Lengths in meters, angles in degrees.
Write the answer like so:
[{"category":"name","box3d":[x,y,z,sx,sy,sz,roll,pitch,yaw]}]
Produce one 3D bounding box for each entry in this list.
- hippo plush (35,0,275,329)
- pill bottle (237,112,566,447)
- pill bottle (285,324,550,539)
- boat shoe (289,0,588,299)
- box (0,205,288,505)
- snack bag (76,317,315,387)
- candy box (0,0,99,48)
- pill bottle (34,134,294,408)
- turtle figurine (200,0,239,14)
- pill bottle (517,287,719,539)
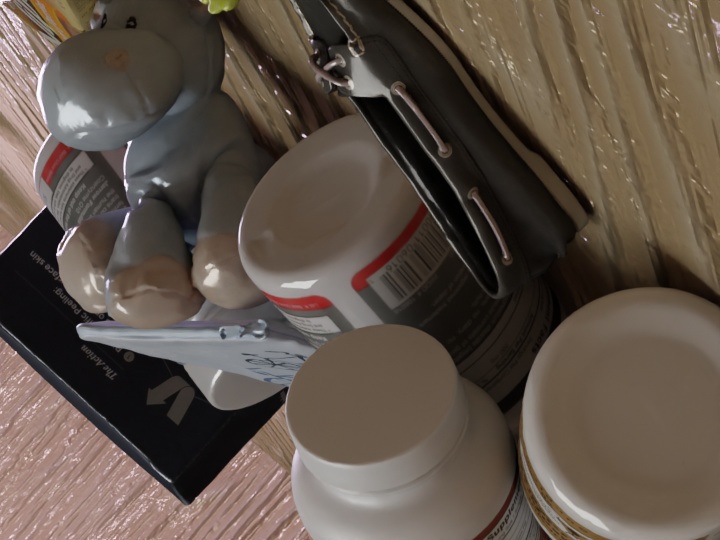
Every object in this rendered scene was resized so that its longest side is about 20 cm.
[{"category":"hippo plush","box3d":[-0.087,-0.077,1.473,0.159,0.200,0.161,4,120,41]},{"category":"pill bottle","box3d":[0.036,0.022,1.394,0.200,0.114,0.114,48,170,-35]},{"category":"pill bottle","box3d":[0.030,0.121,1.334,0.112,0.112,0.200,36,159,39]},{"category":"boat shoe","box3d":[0.022,-0.068,1.198,0.200,0.057,0.067,46,171,-21]},{"category":"box","box3d":[-0.128,0.019,1.851,0.197,0.200,0.117,41,172,11]},{"category":"snack bag","box3d":[-0.038,0.047,1.533,0.200,0.021,0.188,15,170,-38]},{"category":"candy box","box3d":[-0.179,-0.181,1.567,0.115,0.055,0.200,40,172,19]},{"category":"pill bottle","box3d":[-0.110,-0.015,1.717,0.200,0.114,0.114,52,176,23]},{"category":"turtle figurine","box3d":[-0.115,-0.189,1.204,0.200,0.064,0.161,22,167,44]},{"category":"pill bottle","box3d":[0.131,0.083,1.263,0.114,0.114,0.200,41,172,11]}]
